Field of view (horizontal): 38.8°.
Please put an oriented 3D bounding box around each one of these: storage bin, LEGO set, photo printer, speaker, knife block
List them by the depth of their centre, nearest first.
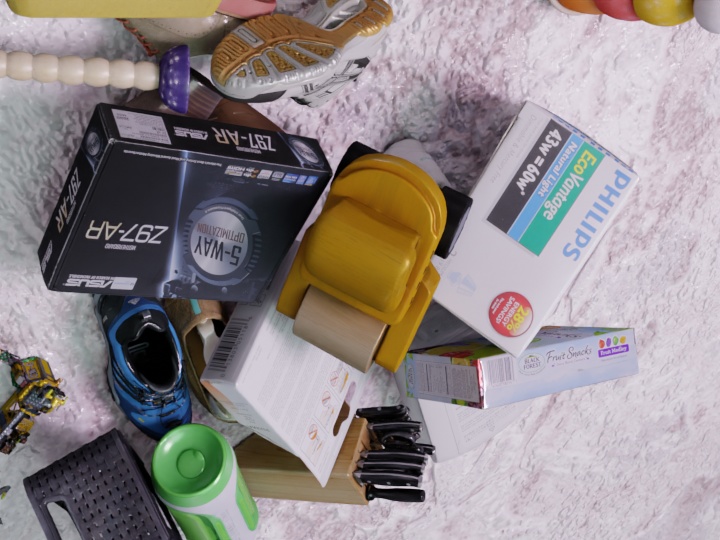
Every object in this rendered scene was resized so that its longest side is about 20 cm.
[{"bbox_3d":[-0.338,0.126,0.849,0.153,0.116,0.200,-41,134,-1],"label":"LEGO set"},{"bbox_3d":[-0.224,0.245,0.950,0.093,0.136,0.201,-28,162,-12],"label":"storage bin"},{"bbox_3d":[-0.153,0.228,1.031,0.087,0.089,0.201,-28,151,-13],"label":"speaker"},{"bbox_3d":[-0.023,0.211,1.075,0.199,0.176,0.064,-35,132,-7],"label":"knife block"},{"bbox_3d":[0.122,0.123,1.181,0.165,0.069,0.202,-31,132,-12],"label":"photo printer"}]

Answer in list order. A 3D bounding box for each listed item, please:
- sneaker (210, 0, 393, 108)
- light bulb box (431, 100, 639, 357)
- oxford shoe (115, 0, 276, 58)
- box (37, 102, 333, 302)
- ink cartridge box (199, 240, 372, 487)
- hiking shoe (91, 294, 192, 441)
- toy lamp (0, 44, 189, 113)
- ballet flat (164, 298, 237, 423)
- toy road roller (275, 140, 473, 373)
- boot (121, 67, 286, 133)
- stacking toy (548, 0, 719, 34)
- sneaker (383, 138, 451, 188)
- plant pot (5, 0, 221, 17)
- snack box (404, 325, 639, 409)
[{"bbox_3d":[-0.046,-0.162,0.834,0.199,0.075,0.088,-33,158,-43],"label":"sneaker"},{"bbox_3d":[0.164,-0.045,0.991,0.200,0.124,0.200,-58,172,13],"label":"light bulb box"},{"bbox_3d":[-0.159,-0.196,0.780,0.197,0.071,0.076,5,123,-34],"label":"oxford shoe"},{"bbox_3d":[-0.142,-0.047,0.831,0.197,0.044,0.161,5,134,-37],"label":"box"},{"bbox_3d":[-0.062,0.092,1.006,0.164,0.049,0.201,-66,146,-29],"label":"ink cartridge box"},{"bbox_3d":[-0.196,0.099,0.945,0.073,0.087,0.202,-25,131,-16],"label":"hiking shoe"},{"bbox_3d":[-0.226,-0.150,0.753,0.196,0.058,0.059,1,121,-17],"label":"toy lamp"},{"bbox_3d":[-0.134,0.097,0.994,0.067,0.073,0.202,-23,131,-12],"label":"ballet flat"},{"bbox_3d":[0.000,0.000,0.857,0.202,0.121,0.146,-67,172,24],"label":"toy road roller"},{"bbox_3d":[-0.143,-0.081,0.878,0.146,0.071,0.199,-46,133,12],"label":"boot"},{"bbox_3d":[0.269,-0.270,0.912,0.144,0.200,0.148,-23,134,-26],"label":"stacking toy"},{"bbox_3d":[0.033,-0.024,1.017,0.069,0.080,0.203,-2,123,-34],"label":"sneaker"},{"bbox_3d":[-0.164,-0.269,0.643,0.197,0.201,0.179,-8,130,-28],"label":"plant pot"},{"bbox_3d":[0.162,0.094,1.044,0.197,0.142,0.054,-7,93,-28],"label":"snack box"}]
